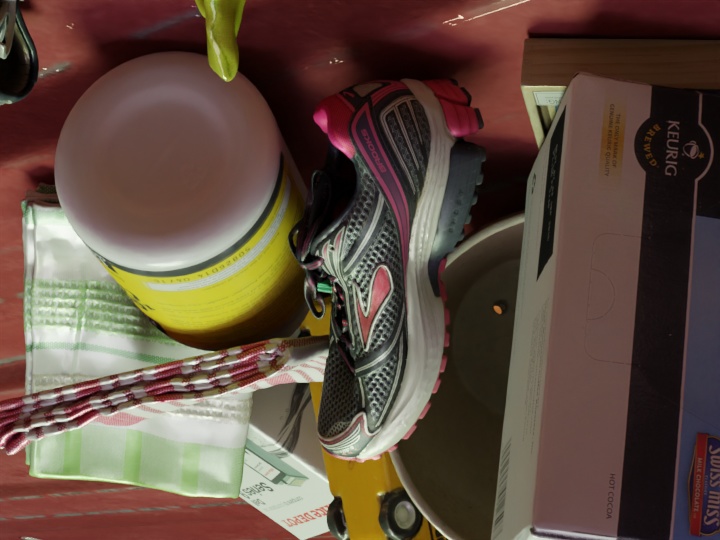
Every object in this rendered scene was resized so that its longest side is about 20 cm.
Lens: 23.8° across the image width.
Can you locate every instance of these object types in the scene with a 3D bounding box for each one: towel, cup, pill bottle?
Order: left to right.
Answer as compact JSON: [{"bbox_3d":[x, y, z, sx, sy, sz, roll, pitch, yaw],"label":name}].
[{"bbox_3d":[-0.138,0.050,1.056,0.148,0.202,0.031,7,-154,3],"label":"towel"},{"bbox_3d":[-0.087,0.066,0.955,0.199,0.030,0.146,-14,174,26],"label":"towel"},{"bbox_3d":[-0.079,-0.023,0.891,0.111,0.113,0.200,4,161,11],"label":"pill bottle"},{"bbox_3d":[0.107,0.053,0.964,0.198,0.202,0.143,9,-170,-3],"label":"cup"}]

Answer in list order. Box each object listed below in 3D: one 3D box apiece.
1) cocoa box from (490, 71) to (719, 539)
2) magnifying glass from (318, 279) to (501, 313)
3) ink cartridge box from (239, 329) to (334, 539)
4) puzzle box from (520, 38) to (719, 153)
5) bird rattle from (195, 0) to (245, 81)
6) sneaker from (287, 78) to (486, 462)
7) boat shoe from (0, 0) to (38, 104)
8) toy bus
[{"bbox_3d":[0.138,0.036,0.755,0.130,0.202,0.133,8,162,-1],"label":"cocoa box"},{"bbox_3d":[0.032,0.006,1.077,0.198,0.023,0.080,10,161,-9],"label":"magnifying glass"},{"bbox_3d":[-0.073,0.090,1.168,0.199,0.084,0.146,36,154,-10],"label":"ink cartridge box"},{"bbox_3d":[0.179,-0.066,0.794,0.198,0.026,0.133,3,162,15],"label":"puzzle box"},{"bbox_3d":[-0.080,-0.156,0.532,0.162,0.113,0.200,19,164,23],"label":"bird rattle"},{"bbox_3d":[0.000,0.000,0.834,0.074,0.202,0.081,-3,-154,-25],"label":"sneaker"},{"bbox_3d":[-0.171,-0.114,0.721,0.061,0.076,0.200,11,163,-4],"label":"boat shoe"},{"bbox_3d":[0.019,0.111,1.077,0.078,0.202,0.065,-10,178,-39],"label":"toy bus"}]
